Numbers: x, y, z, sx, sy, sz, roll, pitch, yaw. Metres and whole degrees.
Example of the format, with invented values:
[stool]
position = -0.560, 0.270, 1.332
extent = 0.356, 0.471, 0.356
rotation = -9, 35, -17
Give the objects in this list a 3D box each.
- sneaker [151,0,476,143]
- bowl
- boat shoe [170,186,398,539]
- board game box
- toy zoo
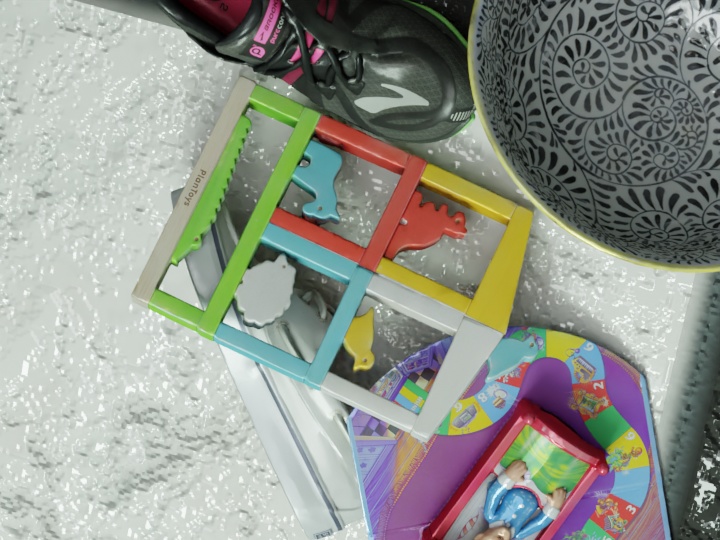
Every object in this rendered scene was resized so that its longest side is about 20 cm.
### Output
[sneaker]
position = -0.032, -0.116, 1.410
extent = 0.200, 0.084, 0.077
rotation = 25, 113, 10
[bowl]
position = 0.142, -0.084, 1.339
extent = 0.200, 0.094, 0.201
rotation = 2, 74, -8
[boat shoe]
position = -0.038, 0.041, 1.472
extent = 0.066, 0.072, 0.200
rotation = -24, 89, 0
[board game box]
position = 0.082, 0.130, 1.443
extent = 0.158, 0.039, 0.200
rotation = -10, 104, 0
[toy zoo]
position = 0.000, 0.000, 1.427
extent = 0.200, 0.020, 0.131
rotation = 25, 80, 3
